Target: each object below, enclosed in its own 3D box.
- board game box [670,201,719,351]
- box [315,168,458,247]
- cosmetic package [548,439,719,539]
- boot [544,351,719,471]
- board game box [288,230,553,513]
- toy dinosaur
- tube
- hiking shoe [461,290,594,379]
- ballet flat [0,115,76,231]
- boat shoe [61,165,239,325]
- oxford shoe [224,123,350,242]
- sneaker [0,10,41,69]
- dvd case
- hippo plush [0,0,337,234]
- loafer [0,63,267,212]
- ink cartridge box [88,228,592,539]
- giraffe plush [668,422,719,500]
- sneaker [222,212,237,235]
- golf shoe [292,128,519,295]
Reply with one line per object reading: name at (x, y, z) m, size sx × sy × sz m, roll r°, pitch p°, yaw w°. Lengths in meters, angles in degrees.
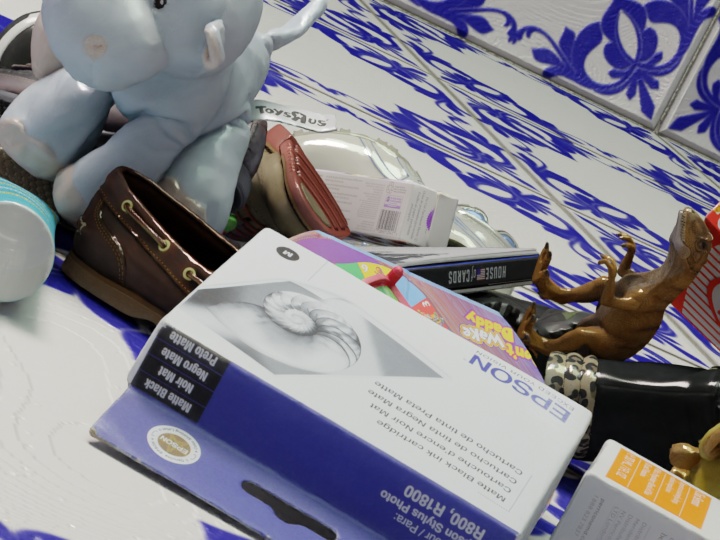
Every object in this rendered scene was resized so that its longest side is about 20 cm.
board game box at (0.281, 0.049, 1.645) m, size 0.200 × 0.046 × 0.152 m, roll 45°, pitch -15°, yaw 14°
box at (-0.008, -0.042, 1.796) m, size 0.039 × 0.042 × 0.200 m, roll 19°, pitch -6°, yaw -32°
cosmetic package at (0.190, 0.170, 1.374) m, size 0.199 × 0.072 × 0.101 m, roll 29°, pitch 11°, yaw 6°
boot at (0.186, 0.100, 1.654) m, size 0.153 × 0.074 × 0.204 m, roll 5°, pitch -21°, yaw 7°
board game box at (0.032, 0.048, 1.429) m, size 0.199 × 0.039 × 0.159 m, roll 25°, pitch 43°, yaw -21°
toy dinosaur at (0.146, 0.039, 1.640) m, size 0.106 × 0.200 × 0.061 m, roll 18°, pitch 49°, yaw -10°
tube at (-0.190, -0.027, 1.444) m, size 0.077 × 0.051 × 0.200 m, roll 33°, pitch 4°, yaw -13°
hiking shoe at (0.063, 0.048, 1.678) m, size 0.100 × 0.076 × 0.199 m, roll 10°, pitch 1°, yaw 35°
ballet flat at (-0.198, -0.070, 1.600) m, size 0.199 × 0.047 × 0.067 m, roll 27°, pitch 11°, yaw -4°
boat shoe at (-0.068, 0.016, 1.464) m, size 0.199 × 0.071 × 0.070 m, roll 31°, pitch 11°, yaw 12°
oxford shoe at (-0.056, -0.038, 1.710) m, size 0.071 × 0.075 × 0.200 m, roll 58°, pitch -1°, yaw -10°
sneaker at (-0.154, -0.114, 1.847) m, size 0.199 × 0.072 × 0.083 m, roll 23°, pitch 13°, yaw -25°
dvd case at (0.000, 0.000, 1.616) m, size 0.149 × 0.025 × 0.200 m, roll 2°, pitch 2°, yaw 27°
hippo plush at (-0.103, -0.105, 1.515) m, size 0.198 × 0.160 × 0.161 m, roll -3°, pitch -18°, yaw -8°
loafer at (-0.150, -0.088, 1.645) m, size 0.199 × 0.063 × 0.072 m, roll 16°, pitch -32°, yaw 14°
ink cartridge box at (-0.003, 0.071, 1.299) m, size 0.199 × 0.041 × 0.200 m, roll 29°, pitch 28°, yaw 6°
giraffe plush at (0.245, 0.139, 1.483) m, size 0.161 × 0.174 × 0.200 m, roll 6°, pitch 21°, yaw -15°
sneaker at (-0.137, -0.086, 1.716) m, size 0.076 × 0.084 × 0.200 m, roll 16°, pitch 20°, yaw -43°
golf shoe at (0.022, -0.035, 1.915) m, size 0.199 × 0.079 × 0.097 m, roll 26°, pitch 17°, yaw -2°
